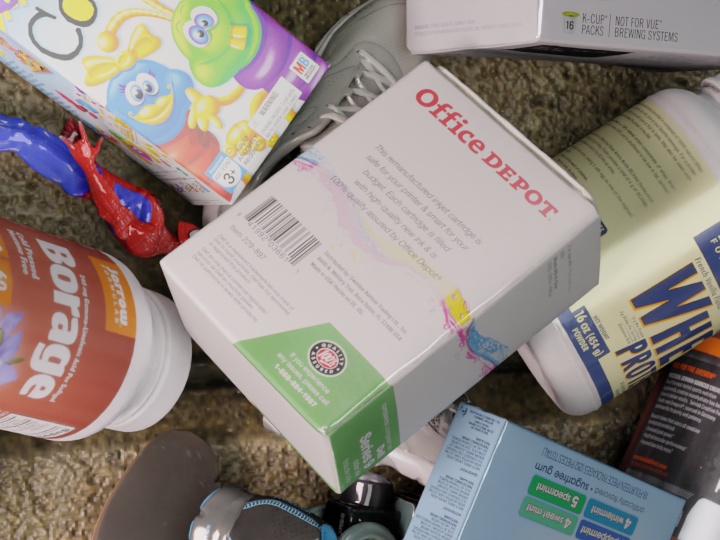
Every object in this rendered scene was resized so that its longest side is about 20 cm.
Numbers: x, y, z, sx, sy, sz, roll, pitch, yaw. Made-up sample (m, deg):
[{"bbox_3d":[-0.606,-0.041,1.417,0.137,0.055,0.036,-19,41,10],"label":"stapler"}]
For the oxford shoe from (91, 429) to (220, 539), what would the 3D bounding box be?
[{"bbox_3d":[-0.141,0.188,1.215,0.071,0.071,0.201,27,68,-18],"label":"oxford shoe"}]

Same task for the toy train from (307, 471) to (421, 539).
[{"bbox_3d":[0.012,0.225,1.256,0.114,0.085,0.201,9,89,-27],"label":"toy train"}]

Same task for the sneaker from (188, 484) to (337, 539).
[{"bbox_3d":[-0.063,0.229,1.190,0.082,0.073,0.201,9,100,23],"label":"sneaker"}]

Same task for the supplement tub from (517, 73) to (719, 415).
[{"bbox_3d":[0.173,-0.020,1.245,0.200,0.145,0.145,-32,101,0],"label":"supplement tub"}]

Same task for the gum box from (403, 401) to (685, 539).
[{"bbox_3d":[0.089,0.198,1.193,0.170,0.044,0.201,26,86,-39],"label":"gum box"}]

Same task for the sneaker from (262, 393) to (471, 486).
[{"bbox_3d":[0.045,0.091,1.261,0.199,0.075,0.082,19,88,-17],"label":"sneaker"}]

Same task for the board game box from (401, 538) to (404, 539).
[{"bbox_3d":[0.033,0.217,1.199,0.200,0.032,0.120,-26,121,-30],"label":"board game box"}]

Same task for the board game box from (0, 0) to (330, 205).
[{"bbox_3d":[-0.135,-0.137,1.182,0.200,0.105,0.103,37,81,-16],"label":"board game box"}]

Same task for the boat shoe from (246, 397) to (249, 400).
[{"bbox_3d":[0.000,0.000,1.226,0.072,0.065,0.200,35,62,9],"label":"boat shoe"}]

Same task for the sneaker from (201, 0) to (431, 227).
[{"bbox_3d":[-0.011,-0.084,1.230,0.076,0.092,0.200,37,80,-15],"label":"sneaker"}]

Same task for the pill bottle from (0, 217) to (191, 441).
[{"bbox_3d":[-0.188,0.032,1.129,0.200,0.112,0.113,20,85,-52],"label":"pill bottle"}]

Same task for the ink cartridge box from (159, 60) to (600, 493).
[{"bbox_3d":[0.015,0.000,1.132,0.200,0.088,0.145,-39,63,-15],"label":"ink cartridge box"}]

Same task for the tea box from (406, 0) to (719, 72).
[{"bbox_3d":[0.145,-0.224,1.232,0.199,0.133,0.198,1,92,-34],"label":"tea box"}]

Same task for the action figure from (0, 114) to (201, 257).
[{"bbox_3d":[-0.169,-0.061,1.192,0.200,0.065,0.052,37,91,-18],"label":"action figure"}]

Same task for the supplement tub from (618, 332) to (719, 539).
[{"bbox_3d":[0.233,0.100,1.307,0.107,0.107,0.201,26,84,-17],"label":"supplement tub"}]
